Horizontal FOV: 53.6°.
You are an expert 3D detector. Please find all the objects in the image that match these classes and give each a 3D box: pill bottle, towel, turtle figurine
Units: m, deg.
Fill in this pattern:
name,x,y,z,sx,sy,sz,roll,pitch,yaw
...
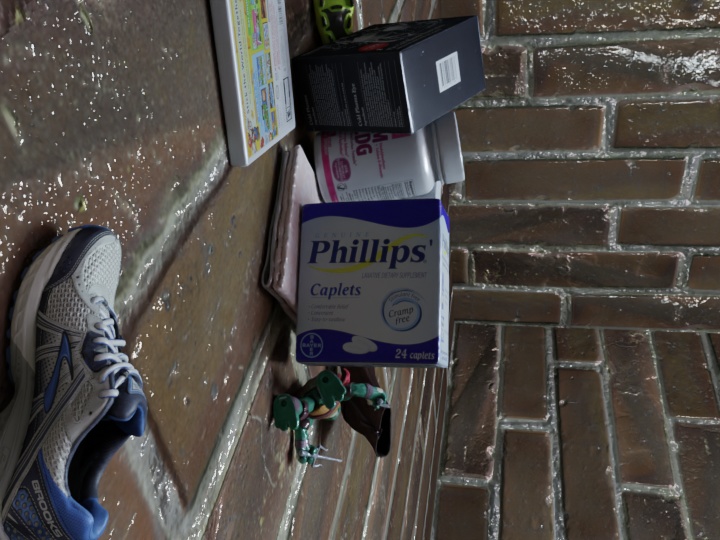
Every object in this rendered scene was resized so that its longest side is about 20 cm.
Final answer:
name,x,y,z,sx,sy,sz,roll,pitch,yaw
pill bottle,0.042,-0.157,1.002,0.113,0.197,0.115,-9,90,-81
towel,-0.079,-0.033,0.950,0.191,0.032,0.203,62,31,-65
turtle figurine,-0.048,0.192,0.981,0.150,0.101,0.200,-46,158,-5

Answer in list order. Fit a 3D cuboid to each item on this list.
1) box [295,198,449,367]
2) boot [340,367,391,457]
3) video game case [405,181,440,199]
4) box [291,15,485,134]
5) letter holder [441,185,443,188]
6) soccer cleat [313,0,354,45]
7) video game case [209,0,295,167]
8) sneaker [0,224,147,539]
name,x,y,z,sx,sy,sz,roll,pitch,yaw
box,0.019,0.020,0.905,0.105,0.181,0.203,35,55,-73
boot,0.014,0.175,1.146,0.166,0.071,0.203,-140,-131,-57
video game case,0.040,-0.188,1.108,0.023,0.180,0.203,31,60,-60
box,0.042,-0.268,0.973,0.200,0.180,0.105,-38,125,-42
letter holder,0.066,-0.109,1.211,0.201,0.100,0.143,-55,135,-23
soccer cleat,-0.040,-0.350,1.077,0.084,0.064,0.202,34,-39,59
video game case,-0.115,-0.236,0.784,0.182,0.023,0.203,-64,153,-64
sneaker,-0.164,0.068,0.433,0.077,0.084,0.203,63,30,-66
